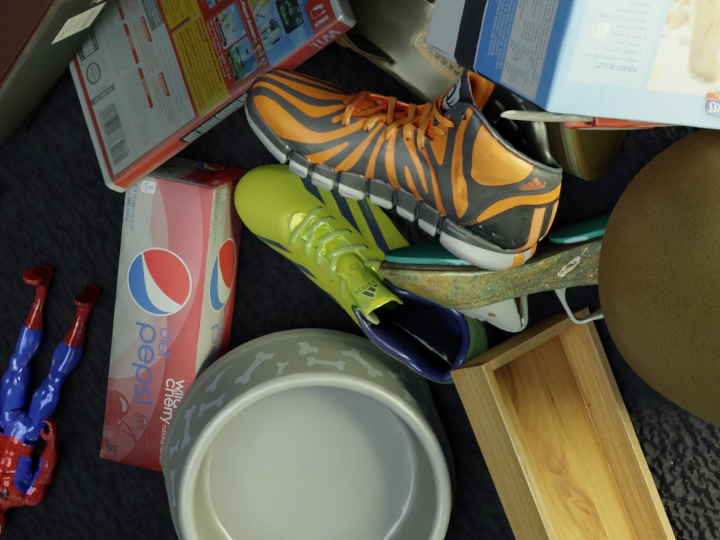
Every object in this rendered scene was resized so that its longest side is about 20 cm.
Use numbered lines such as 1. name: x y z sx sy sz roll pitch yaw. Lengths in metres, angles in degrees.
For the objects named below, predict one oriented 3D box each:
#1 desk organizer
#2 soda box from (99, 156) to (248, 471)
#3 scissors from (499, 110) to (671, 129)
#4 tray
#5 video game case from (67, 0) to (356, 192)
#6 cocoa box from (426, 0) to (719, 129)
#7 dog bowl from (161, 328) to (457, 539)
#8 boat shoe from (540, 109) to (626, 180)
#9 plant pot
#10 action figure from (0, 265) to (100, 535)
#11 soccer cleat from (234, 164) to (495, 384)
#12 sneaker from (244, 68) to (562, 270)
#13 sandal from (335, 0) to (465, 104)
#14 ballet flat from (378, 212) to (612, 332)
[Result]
1. desk organizer: -0.229 -0.156 1.436 0.077 0.072 0.200 50 137 6
2. soda box: -0.123 0.029 1.487 0.063 0.070 0.200 11 106 14
3. scissors: 0.119 -0.086 1.283 0.073 0.200 0.014 2 95 43
4. tray: 0.135 0.135 1.414 0.037 0.099 0.200 -12 101 52
5. video game case: -0.103 -0.159 1.422 0.200 0.017 0.143 -33 60 25
6. cocoa box: 0.164 -0.159 1.262 0.131 0.200 0.134 37 119 54
7. dog bowl: -0.031 0.141 1.454 0.200 0.059 0.200 -1 106 -4
8. boat shoe: 0.116 -0.153 1.372 0.066 0.074 0.200 6 114 41
9. plant pot: 0.242 0.023 1.270 0.186 0.200 0.187 -1 104 -3
10. action figure: -0.234 0.099 1.555 0.065 0.052 0.200 20 111 8
11. soccer cleat: 0.001 0.000 1.432 0.200 0.084 0.065 37 111 5
12. sneaker: 0.032 -0.091 1.327 0.200 0.078 0.112 26 135 5
13. sandal: 0.007 -0.163 1.404 0.200 0.054 0.080 38 111 13
14. ballet flat: 0.113 0.004 1.389 0.200 0.071 0.071 -10 100 1
